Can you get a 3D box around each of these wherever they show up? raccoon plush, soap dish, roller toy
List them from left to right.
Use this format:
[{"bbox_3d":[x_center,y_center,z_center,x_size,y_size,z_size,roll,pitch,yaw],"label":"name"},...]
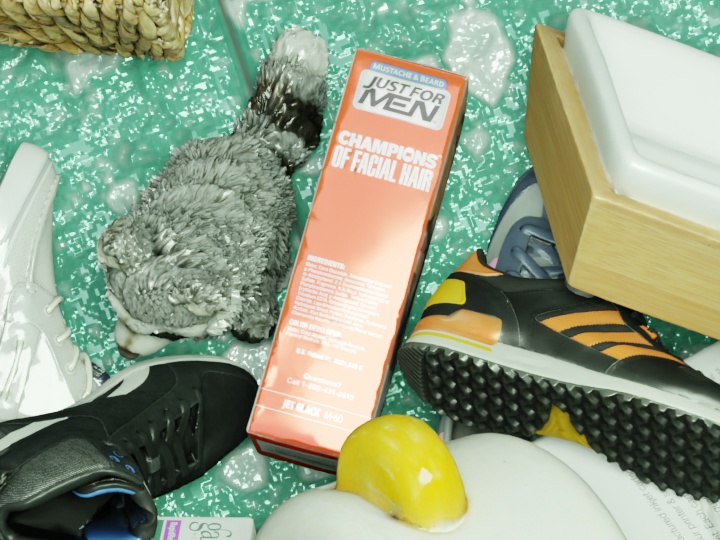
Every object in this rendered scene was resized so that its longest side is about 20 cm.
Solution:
[{"bbox_3d":[-0.079,-0.047,1.225,0.096,0.134,0.201,10,80,4],"label":"raccoon plush"},{"bbox_3d":[0.035,0.174,1.077,0.139,0.200,0.183,-15,63,-32],"label":"roller toy"},{"bbox_3d":[0.161,-0.041,1.184,0.157,0.200,0.081,19,115,-14],"label":"soap dish"}]

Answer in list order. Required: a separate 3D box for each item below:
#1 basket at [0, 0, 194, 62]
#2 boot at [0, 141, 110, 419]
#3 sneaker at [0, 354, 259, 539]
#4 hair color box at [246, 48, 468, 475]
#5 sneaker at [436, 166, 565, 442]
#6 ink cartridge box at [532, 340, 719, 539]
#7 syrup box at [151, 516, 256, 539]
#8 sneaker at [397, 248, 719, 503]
[{"bbox_3d":[-0.156,-0.216,1.254,0.148,0.143,0.201,4,83,3],"label":"basket"},{"bbox_3d":[-0.169,0.041,1.254,0.095,0.074,0.201,19,86,-5],"label":"boot"},{"bbox_3d":[-0.109,0.100,1.177,0.200,0.112,0.073,-16,112,-35],"label":"sneaker"},{"bbox_3d":[0.000,0.000,1.228,0.064,0.111,0.201,14,81,3],"label":"hair color box"},{"bbox_3d":[0.087,0.033,1.234,0.070,0.082,0.201,13,80,4],"label":"sneaker"},{"bbox_3d":[0.174,0.126,1.174,0.200,0.084,0.145,-26,57,-15],"label":"ink cartridge box"},{"bbox_3d":[-0.151,0.174,1.202,0.199,0.079,0.082,0,117,2],"label":"syrup box"},{"bbox_3d":[0.122,0.041,1.146,0.199,0.070,0.090,16,56,19],"label":"sneaker"}]
